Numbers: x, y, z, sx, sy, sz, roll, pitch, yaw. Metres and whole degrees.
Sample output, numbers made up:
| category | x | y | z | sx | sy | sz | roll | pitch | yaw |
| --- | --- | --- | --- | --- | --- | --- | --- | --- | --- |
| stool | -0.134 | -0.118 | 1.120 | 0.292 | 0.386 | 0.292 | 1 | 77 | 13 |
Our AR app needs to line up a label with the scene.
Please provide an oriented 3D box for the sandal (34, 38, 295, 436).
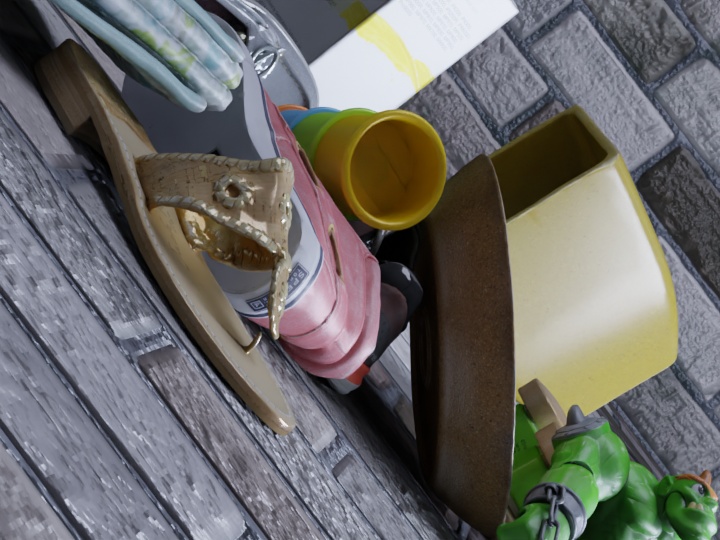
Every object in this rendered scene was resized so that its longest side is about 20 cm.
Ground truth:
| category | x | y | z | sx | sy | sz | roll | pitch | yaw |
| --- | --- | --- | --- | --- | --- | --- | --- | --- | --- |
| sandal | -0.064 | -0.034 | 1.026 | 0.212 | 0.070 | 0.078 | 56 | 7 | 28 |

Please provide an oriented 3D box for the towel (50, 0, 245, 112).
| category | x | y | z | sx | sy | sz | roll | pitch | yaw |
| --- | --- | --- | --- | --- | --- | --- | --- | --- | --- |
| towel | -0.151 | -0.159 | 1.083 | 0.200 | 0.048 | 0.171 | 43 | -1 | -43 |

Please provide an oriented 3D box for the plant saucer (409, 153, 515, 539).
| category | x | y | z | sx | sy | sz | roll | pitch | yaw |
| --- | --- | --- | --- | --- | --- | --- | --- | --- | --- |
| plant saucer | 0.050 | 0.040 | 1.255 | 0.200 | 0.035 | 0.202 | 179 | -90 | -86 |

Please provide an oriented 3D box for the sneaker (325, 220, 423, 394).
| category | x | y | z | sx | sy | sz | roll | pitch | yaw |
| --- | --- | --- | --- | --- | --- | --- | --- | --- | --- |
| sneaker | 0.000 | 0.000 | 1.262 | 0.077 | 0.082 | 0.200 | 50 | 6 | -21 |

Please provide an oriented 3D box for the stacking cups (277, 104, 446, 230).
| category | x | y | z | sx | sy | sz | roll | pitch | yaw |
| --- | --- | --- | --- | --- | --- | --- | --- | --- | --- |
| stacking cups | -0.032 | -0.059 | 1.258 | 0.061 | 0.061 | 0.200 | 49 | -19 | -25 |

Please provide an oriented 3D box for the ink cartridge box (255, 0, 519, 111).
| category | x | y | z | sx | sy | sz | roll | pitch | yaw |
| --- | --- | --- | --- | --- | --- | --- | --- | --- | --- |
| ink cartridge box | -0.014 | -0.172 | 1.604 | 0.083 | 0.200 | 0.145 | 47 | 8 | -42 |

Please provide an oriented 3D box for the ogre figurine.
| category | x | y | z | sx | sy | sz | roll | pitch | yaw |
| --- | --- | --- | --- | --- | --- | --- | --- | --- | --- |
| ogre figurine | 0.133 | 0.155 | 1.254 | 0.200 | 0.098 | 0.120 | 35 | 48 | -24 |

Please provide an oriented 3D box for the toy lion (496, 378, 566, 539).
| category | x | y | z | sx | sy | sz | roll | pitch | yaw |
| --- | --- | --- | --- | --- | --- | --- | --- | --- | --- |
| toy lion | 0.132 | 0.174 | 1.408 | 0.192 | 0.068 | 0.200 | 59 | 4 | -8 |

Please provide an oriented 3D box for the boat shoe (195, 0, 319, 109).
| category | x | y | z | sx | sy | sz | roll | pitch | yaw |
| --- | --- | --- | --- | --- | --- | --- | --- | --- | --- |
| boat shoe | -0.100 | -0.139 | 1.389 | 0.202 | 0.074 | 0.065 | 45 | 14 | -27 |

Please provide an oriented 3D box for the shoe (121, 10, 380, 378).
| category | x | y | z | sx | sy | sz | roll | pitch | yaw |
| --- | --- | --- | --- | --- | --- | --- | --- | --- | --- |
| shoe | -0.052 | -0.036 | 1.163 | 0.091 | 0.071 | 0.201 | 49 | 11 | -47 |

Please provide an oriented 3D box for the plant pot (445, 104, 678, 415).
| category | x | y | z | sx | sy | sz | roll | pitch | yaw |
| --- | --- | --- | --- | --- | --- | --- | --- | --- | --- |
| plant pot | 0.165 | 0.010 | 2.031 | 0.201 | 0.195 | 0.194 | 57 | 4 | -17 |
